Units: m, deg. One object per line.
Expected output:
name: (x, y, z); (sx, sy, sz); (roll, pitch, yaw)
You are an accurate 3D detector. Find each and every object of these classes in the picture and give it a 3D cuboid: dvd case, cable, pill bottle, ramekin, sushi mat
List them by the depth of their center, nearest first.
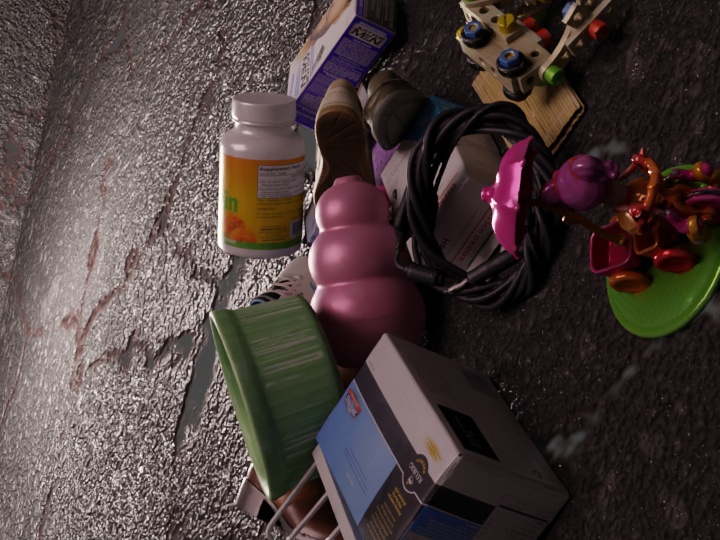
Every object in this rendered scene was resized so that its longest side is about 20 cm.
cable: (0.116, -0.063, 1.297); (0.163, 0.051, 0.200); (28, 108, 25)
ramekin: (-0.077, 0.122, 1.374); (0.200, 0.098, 0.200); (162, 90, -80)
sushi mat: (0.169, -0.180, 1.391); (0.096, 0.012, 0.200); (-58, 30, 27)
dvd case: (-0.025, -0.134, 1.694); (0.143, 0.018, 0.200); (-106, 38, -73)
pill bottle: (-0.128, -0.125, 1.764); (0.111, 0.111, 0.200); (-140, 50, -62)

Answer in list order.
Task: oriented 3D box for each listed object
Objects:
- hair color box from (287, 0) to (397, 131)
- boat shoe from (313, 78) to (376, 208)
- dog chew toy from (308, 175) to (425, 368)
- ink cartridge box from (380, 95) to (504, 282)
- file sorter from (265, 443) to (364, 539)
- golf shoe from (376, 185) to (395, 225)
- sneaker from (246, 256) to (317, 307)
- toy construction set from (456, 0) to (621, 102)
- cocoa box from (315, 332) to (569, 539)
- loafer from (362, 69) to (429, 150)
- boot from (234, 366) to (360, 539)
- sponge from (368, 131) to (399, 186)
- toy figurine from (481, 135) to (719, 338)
hair color box: (-0.026, -0.286, 1.763); (0.200, 0.065, 0.109); (-48, 28, 41)
boat shoe: (-0.018, -0.128, 1.535); (0.200, 0.072, 0.065); (86, -172, -50)
dog chew toy: (0.000, 0.000, 1.436); (0.125, 0.124, 0.200); (-10, 88, 61)
ink cartridge box: (0.095, -0.078, 1.412); (0.116, 0.067, 0.200); (-57, 30, 27)
file sorter: (0.006, 0.286, 1.266); (0.125, 0.139, 0.200); (-53, 31, 18)
golf shoe: (-0.002, -0.007, 1.541); (0.092, 0.075, 0.200); (-117, 41, -68)
sneaker: (-0.089, 0.040, 1.536); (0.072, 0.073, 0.200); (-1, 36, 22)
toy construction set: (0.170, -0.243, 1.345); (0.131, 0.092, 0.200); (-35, 35, -8)
cocoa box: (0.067, 0.176, 1.227); (0.131, 0.133, 0.200); (-57, 30, 16)
loafer: (0.030, -0.178, 1.488); (0.075, 0.070, 0.200); (-54, -7, 8)
boot: (-0.026, 0.196, 1.469); (0.188, 0.068, 0.200); (18, 80, 43)
sponge: (0.002, -0.071, 1.633); (0.200, 0.030, 0.112); (-68, 27, 11)
toy figurine: (0.193, -0.047, 1.070); (0.200, 0.184, 0.150); (-30, 49, 54)
